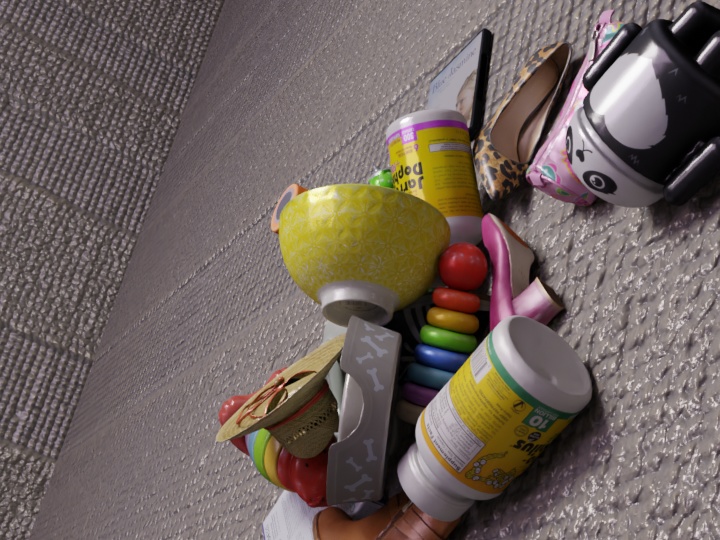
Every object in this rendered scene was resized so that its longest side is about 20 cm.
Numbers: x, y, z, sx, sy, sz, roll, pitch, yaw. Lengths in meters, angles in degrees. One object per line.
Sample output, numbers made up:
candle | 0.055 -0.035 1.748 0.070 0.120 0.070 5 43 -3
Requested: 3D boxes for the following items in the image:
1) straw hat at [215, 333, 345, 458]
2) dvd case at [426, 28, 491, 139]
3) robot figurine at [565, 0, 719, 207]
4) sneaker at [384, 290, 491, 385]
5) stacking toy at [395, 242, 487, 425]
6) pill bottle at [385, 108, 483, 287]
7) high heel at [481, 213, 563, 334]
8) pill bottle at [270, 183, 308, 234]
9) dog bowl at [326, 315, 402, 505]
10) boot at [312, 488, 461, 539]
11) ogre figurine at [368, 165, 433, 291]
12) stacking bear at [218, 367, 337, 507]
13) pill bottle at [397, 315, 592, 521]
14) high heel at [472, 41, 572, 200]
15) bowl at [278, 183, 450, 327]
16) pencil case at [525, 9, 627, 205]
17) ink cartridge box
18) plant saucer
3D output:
straw hat | -0.065 0.165 1.343 0.200 0.085 0.201 -37 6 4
dvd case | 0.136 -0.241 1.712 0.143 0.017 0.202 -42 30 47
robot figurine | 0.279 -0.152 1.104 0.200 0.124 0.151 -51 11 31
sneaker | 0.087 0.082 1.386 0.199 0.070 0.110 -5 77 49
stacking toy | 0.099 0.070 1.286 0.085 0.084 0.203 -166 89 -69
pill bottle | 0.095 -0.086 1.437 0.104 0.103 0.203 -29 66 56
high heel | 0.153 0.017 1.301 0.096 0.067 0.201 -46 38 16
pill bottle | -0.022 -0.043 1.604 0.106 0.198 0.107 -50 24 32
dog bowl | 0.006 0.152 1.257 0.200 0.058 0.203 7 -90 -85
boot | 0.032 0.275 1.282 0.156 0.073 0.200 -59 36 10
ogre figurine | 0.055 -0.053 1.532 0.098 0.119 0.202 -15 50 49
stacking bear | -0.075 0.221 1.444 0.121 0.115 0.200 -29 28 -17
pill bottle | 0.124 0.150 1.148 0.201 0.112 0.113 -52 23 27
high heel | 0.198 -0.184 1.409 0.143 0.071 0.201 -53 14 44
bowl | 0.000 0.000 1.310 0.200 0.198 0.109 -34 43 53
pencil case | 0.250 -0.170 1.260 0.202 0.087 0.087 -65 21 -1
ink cartridge box | -0.048 0.309 1.479 0.201 0.043 0.197 -58 23 17
plant saucer | -0.011 0.133 1.429 0.200 0.050 0.203 166 90 -72
